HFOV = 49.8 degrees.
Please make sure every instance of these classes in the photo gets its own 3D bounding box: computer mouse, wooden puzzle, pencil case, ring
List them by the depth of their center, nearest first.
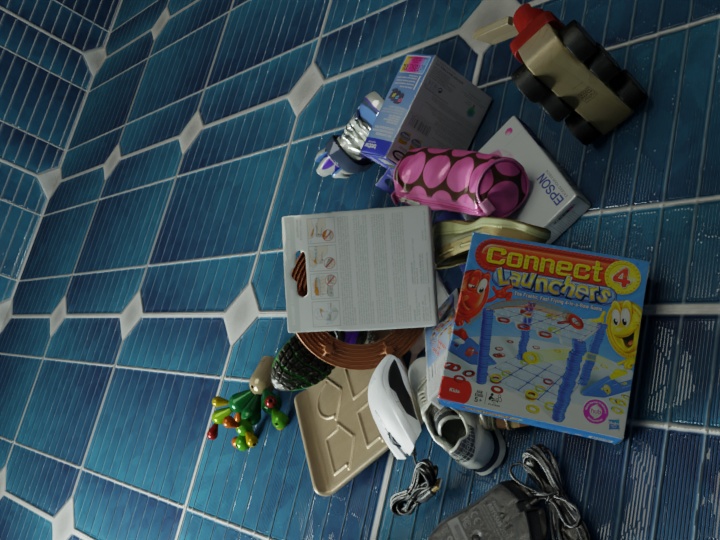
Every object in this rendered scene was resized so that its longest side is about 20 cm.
[{"bbox_3d":[0.161,0.303,0.877,0.200,0.053,0.139,-37,45,16],"label":"computer mouse"},{"bbox_3d":[0.044,0.204,0.995,0.110,0.044,0.200,121,140,-50],"label":"computer mouse"},{"bbox_3d":[0.129,-0.115,1.057,0.094,0.091,0.200,-39,27,-22],"label":"pencil case"},{"bbox_3d":[-0.001,0.036,1.058,0.019,0.200,0.201,158,134,-83],"label":"ring"},{"bbox_3d":[-0.001,0.205,1.131,0.200,0.046,0.185,-41,43,21],"label":"wooden puzzle"}]

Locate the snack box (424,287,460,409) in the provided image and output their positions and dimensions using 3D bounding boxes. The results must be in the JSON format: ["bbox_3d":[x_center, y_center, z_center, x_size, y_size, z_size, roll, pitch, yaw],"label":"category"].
[{"bbox_3d":[0.115,0.094,0.998,0.072,0.024,0.200,-48,14,21],"label":"snack box"}]

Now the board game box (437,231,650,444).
[{"bbox_3d":[0.202,0.072,0.861,0.200,0.056,0.196,10,75,13],"label":"board game box"}]

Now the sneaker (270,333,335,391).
[{"bbox_3d":[-0.061,0.117,1.183,0.200,0.078,0.085,-40,-3,-33],"label":"sneaker"}]

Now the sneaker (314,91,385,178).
[{"bbox_3d":[-0.010,-0.205,1.272,0.146,0.081,0.200,-44,1,-3],"label":"sneaker"}]

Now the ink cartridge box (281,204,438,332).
[{"bbox_3d":[0.000,0.000,1.037,0.200,0.047,0.160,-4,88,7],"label":"ink cartridge box"}]

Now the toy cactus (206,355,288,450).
[{"bbox_3d":[-0.188,0.222,1.315,0.200,0.102,0.165,-21,44,53],"label":"toy cactus"}]

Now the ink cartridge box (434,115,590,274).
[{"bbox_3d":[0.190,-0.085,1.068,0.200,0.043,0.196,-46,41,21],"label":"ink cartridge box"}]

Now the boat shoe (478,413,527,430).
[{"bbox_3d":[0.191,0.103,0.943,0.074,0.076,0.200,0,58,21],"label":"boat shoe"}]

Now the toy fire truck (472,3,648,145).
[{"bbox_3d":[0.243,-0.272,0.999,0.129,0.176,0.200,-41,43,29],"label":"toy fire truck"}]

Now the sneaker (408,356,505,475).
[{"bbox_3d":[0.107,0.170,0.988,0.076,0.080,0.200,-56,36,13],"label":"sneaker"}]

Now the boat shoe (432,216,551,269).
[{"bbox_3d":[0.160,-0.031,0.988,0.201,0.073,0.063,4,83,55],"label":"boat shoe"}]

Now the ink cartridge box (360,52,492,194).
[{"bbox_3d":[0.093,-0.206,1.174,0.076,0.136,0.200,23,88,55],"label":"ink cartridge box"}]

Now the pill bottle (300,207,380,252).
[{"bbox_3d":[0.006,-0.039,1.205,0.200,0.109,0.110,-4,67,50],"label":"pill bottle"}]

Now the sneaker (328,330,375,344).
[{"bbox_3d":[-0.031,0.033,1.094,0.070,0.099,0.200,18,109,57],"label":"sneaker"}]
